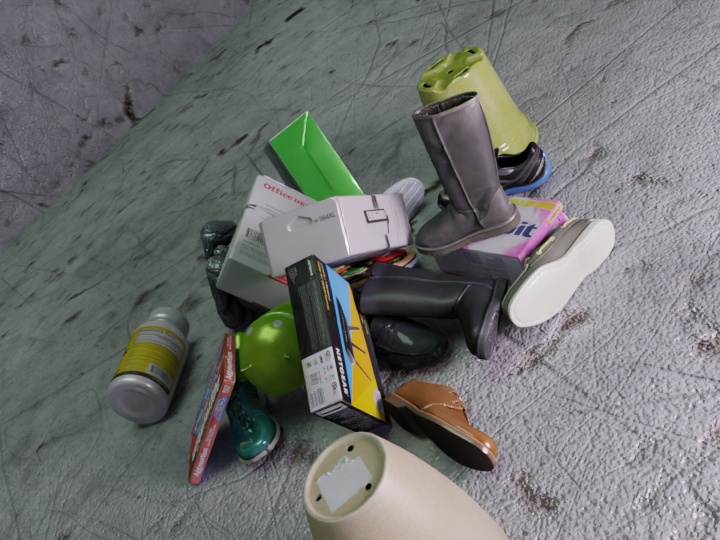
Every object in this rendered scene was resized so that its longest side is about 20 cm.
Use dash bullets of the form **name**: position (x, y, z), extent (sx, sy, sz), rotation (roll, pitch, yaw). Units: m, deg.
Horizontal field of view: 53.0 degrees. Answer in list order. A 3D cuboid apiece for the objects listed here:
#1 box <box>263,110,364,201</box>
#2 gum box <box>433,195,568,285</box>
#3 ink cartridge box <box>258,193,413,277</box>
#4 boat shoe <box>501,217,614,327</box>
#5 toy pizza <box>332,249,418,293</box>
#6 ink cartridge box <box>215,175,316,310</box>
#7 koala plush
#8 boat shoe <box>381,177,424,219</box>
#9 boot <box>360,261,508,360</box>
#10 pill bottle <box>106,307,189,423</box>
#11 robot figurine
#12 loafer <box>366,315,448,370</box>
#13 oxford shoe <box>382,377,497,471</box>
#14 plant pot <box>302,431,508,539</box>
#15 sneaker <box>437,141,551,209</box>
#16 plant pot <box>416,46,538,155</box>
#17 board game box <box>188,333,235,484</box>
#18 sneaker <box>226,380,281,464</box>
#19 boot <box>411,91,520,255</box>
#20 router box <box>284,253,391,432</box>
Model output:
- **box**: position (-0.089, -0.178, 1.365), extent (0.096, 0.202, 0.176), rotation (-36, 10, -6)
- **gum box**: position (0.206, -0.048, 1.072), extent (0.198, 0.067, 0.114), rotation (13, 56, 51)
- **ink cartridge box**: position (-0.031, -0.053, 1.062), extent (0.143, 0.087, 0.198), rotation (-15, -1, 31)
- **boat shoe**: position (0.255, -0.001, 0.962), extent (0.200, 0.073, 0.060), rotation (-39, 31, -19)
- **toy pizza**: position (0.000, 0.000, 1.171), extent (0.195, 0.032, 0.200), rotation (-21, 11, 4)
- **ink cartridge box**: position (-0.142, -0.042, 1.210), extent (0.084, 0.141, 0.203), rotation (-51, 20, 45)
- **koala plush**: position (-0.175, 0.004, 1.319), extent (0.194, 0.188, 0.179), rotation (-15, 36, -9)
- **boat shoe**: position (0.029, -0.097, 1.305), extent (0.200, 0.074, 0.066), rotation (-43, 32, -13)
- **boot**: position (0.090, 0.050, 0.974), extent (0.194, 0.068, 0.165), rotation (9, 25, 16)
- **pill bottle**: position (-0.374, 0.164, 1.309), extent (0.109, 0.112, 0.203), rotation (-21, 33, 21)
- **robot figurine**: position (-0.109, 0.113, 1.077), extent (0.171, 0.119, 0.200), rotation (-20, 4, 15)
- **loafer**: position (0.040, 0.094, 1.041), extent (0.197, 0.071, 0.069), rotation (5, 49, 47)
- **oxford shoe**: position (0.104, 0.175, 0.875), extent (0.071, 0.072, 0.199), rotation (-38, 29, -17)
- **plant pot**: position (0.032, 0.258, 0.702), extent (0.183, 0.202, 0.190), rotation (-24, 33, 16)
- **sneaker**: position (0.214, -0.156, 1.196), extent (0.195, 0.083, 0.072), rotation (-22, 33, 22)
- **plant pot**: position (0.193, -0.282, 1.286), extent (0.196, 0.186, 0.203), rotation (-24, 33, 16)
- **board game box**: position (-0.221, 0.206, 1.073), extent (0.104, 0.019, 0.204), rotation (-108, 36, -56)
- **sneaker**: position (-0.177, 0.214, 1.082), extent (0.077, 0.080, 0.200), rotation (-37, 32, -5)
- **boot**: position (0.118, -0.130, 1.007), extent (0.178, 0.202, 0.074), rotation (-20, 35, 23)
- **router box**: position (-0.029, 0.100, 0.953), extent (0.050, 0.149, 0.205), rotation (-23, 61, 17)
